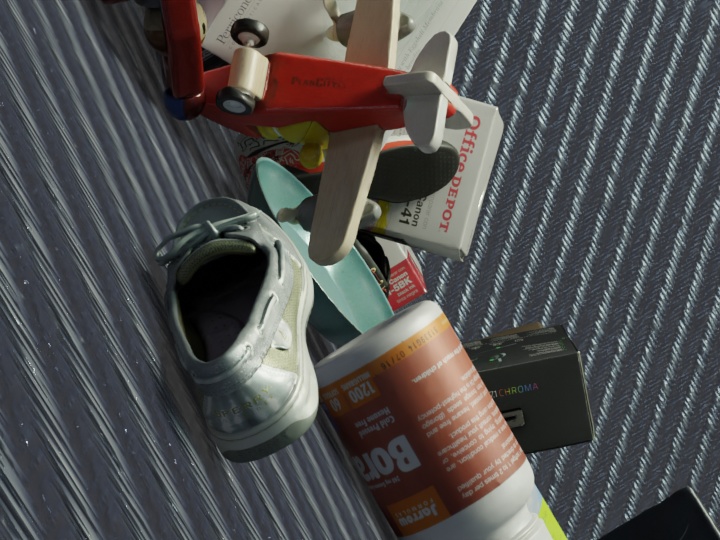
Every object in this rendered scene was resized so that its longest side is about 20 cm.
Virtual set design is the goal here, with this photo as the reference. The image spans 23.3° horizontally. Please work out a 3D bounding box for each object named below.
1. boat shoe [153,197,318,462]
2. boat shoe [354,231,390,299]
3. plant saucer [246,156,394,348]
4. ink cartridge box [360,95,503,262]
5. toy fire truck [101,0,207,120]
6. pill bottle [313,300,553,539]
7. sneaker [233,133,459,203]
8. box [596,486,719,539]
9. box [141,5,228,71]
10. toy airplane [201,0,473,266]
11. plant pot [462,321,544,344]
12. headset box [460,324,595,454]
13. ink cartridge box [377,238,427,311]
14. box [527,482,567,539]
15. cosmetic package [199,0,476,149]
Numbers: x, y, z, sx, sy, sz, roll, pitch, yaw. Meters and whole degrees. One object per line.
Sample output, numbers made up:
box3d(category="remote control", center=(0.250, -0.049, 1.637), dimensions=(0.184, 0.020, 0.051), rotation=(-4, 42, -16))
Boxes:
box3d(category="boat shoe", center=(-0.067, 0.014, 0.893), dimensions=(0.203, 0.074, 0.065), rotation=(-102, 166, -56))
box3d(category="boat shoe", center=(0.002, 0.002, 1.657), dimensions=(0.074, 0.063, 0.201), rotation=(48, 6, 11))
box3d(category="plant saucer", center=(-0.038, -0.003, 1.453), dimensions=(0.200, 0.036, 0.200), rotation=(50, 12, -15))
box3d(category="ink cartridge box", center=(0.023, -0.108, 1.669), dimensions=(0.198, 0.149, 0.086), rotation=(15, -3, 9))
box3d(category="toy fire truck", center=(-0.146, -0.210, 1.335), dimensions=(0.200, 0.111, 0.169), rotation=(-118, -163, -58))
box3d(category="pill bottle", center=(0.055, 0.133, 1.258), dimensions=(0.201, 0.112, 0.112), rotation=(60, 4, -1))
box3d(category="sneaker", center=(-0.016, -0.109, 1.595), dimensions=(0.108, 0.200, 0.068), rotation=(-124, -151, -44))
box3d(category="box", center=(0.150, 0.260, 0.934), dimensions=(0.124, 0.195, 0.201), rotation=(58, 4, -37))
box3d(category="box", center=(-0.164, -0.241, 1.638), dimensions=(0.159, 0.048, 0.200), rotation=(61, 4, 5))
box3d(category="toy airplane", center=(-0.007, -0.125, 1.370), dimensions=(0.200, 0.199, 0.141), rotation=(51, -8, 24))
box3d(category="plant pot", center=(0.209, 0.165, 2.486), dimensions=(0.201, 0.174, 0.200), rotation=(60, 5, -9))
box3d(category="headset box", center=(0.139, 0.127, 1.765), dimensions=(0.200, 0.172, 0.094), rotation=(-87, 166, -84))
box3d(category="ink cartridge box", center=(-0.010, -0.055, 1.973), dimensions=(0.201, 0.082, 0.147), rotation=(60, 5, -12))
box3d(category="box", center=(0.123, 0.233, 1.492), dimensions=(0.201, 0.047, 0.122), rotation=(59, 36, -26))
box3d(category="cosmetic package", center=(-0.024, -0.245, 1.488), dimensions=(0.199, 0.200, 0.123), rotation=(28, 10, -27))
